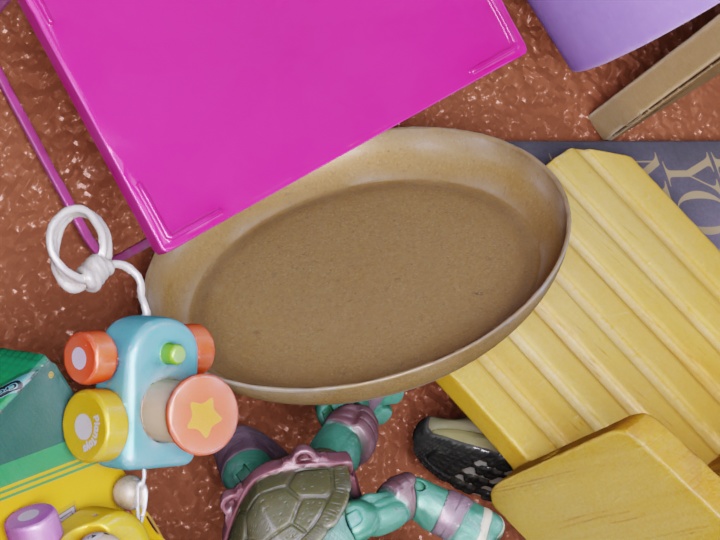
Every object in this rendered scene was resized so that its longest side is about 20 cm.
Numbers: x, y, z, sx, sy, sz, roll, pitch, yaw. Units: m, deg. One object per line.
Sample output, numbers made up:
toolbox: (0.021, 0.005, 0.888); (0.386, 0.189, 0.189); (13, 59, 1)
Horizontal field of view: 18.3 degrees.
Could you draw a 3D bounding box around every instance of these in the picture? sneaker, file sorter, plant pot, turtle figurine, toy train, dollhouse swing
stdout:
sneaker: (0.113, 0.067, 1.123); (0.199, 0.077, 0.089); (1, 71, -26)
file sorter: (-0.057, -0.107, 1.035); (0.200, 0.125, 0.139); (-30, 94, -22)
plant pot: (0.000, 0.000, 1.027); (0.200, 0.200, 0.028); (-30, 127, -21)
turtle figurine: (-0.015, 0.118, 0.963); (0.149, 0.200, 0.101); (-22, 120, 6)
toy train: (-0.119, 0.079, 0.894); (0.150, 0.055, 0.200); (52, 58, -38)
dollhouse swing: (0.143, 0.015, 1.018); (0.200, 0.182, 0.176); (-32, 88, -31)

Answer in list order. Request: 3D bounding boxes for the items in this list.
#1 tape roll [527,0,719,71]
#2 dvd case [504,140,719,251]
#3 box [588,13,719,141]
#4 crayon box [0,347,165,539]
tape roll: (0.165, -0.186, 1.089); (0.200, 0.200, 0.085); (-36, 98, -20)
dvd case: (0.155, -0.001, 1.132); (0.199, 0.016, 0.149); (-1, 60, -22)
box: (0.215, -0.134, 1.103); (0.163, 0.200, 0.021); (-31, 87, -21)
crayon box: (-0.141, 0.145, 0.961); (0.119, 0.058, 0.200); (-51, 129, -32)
